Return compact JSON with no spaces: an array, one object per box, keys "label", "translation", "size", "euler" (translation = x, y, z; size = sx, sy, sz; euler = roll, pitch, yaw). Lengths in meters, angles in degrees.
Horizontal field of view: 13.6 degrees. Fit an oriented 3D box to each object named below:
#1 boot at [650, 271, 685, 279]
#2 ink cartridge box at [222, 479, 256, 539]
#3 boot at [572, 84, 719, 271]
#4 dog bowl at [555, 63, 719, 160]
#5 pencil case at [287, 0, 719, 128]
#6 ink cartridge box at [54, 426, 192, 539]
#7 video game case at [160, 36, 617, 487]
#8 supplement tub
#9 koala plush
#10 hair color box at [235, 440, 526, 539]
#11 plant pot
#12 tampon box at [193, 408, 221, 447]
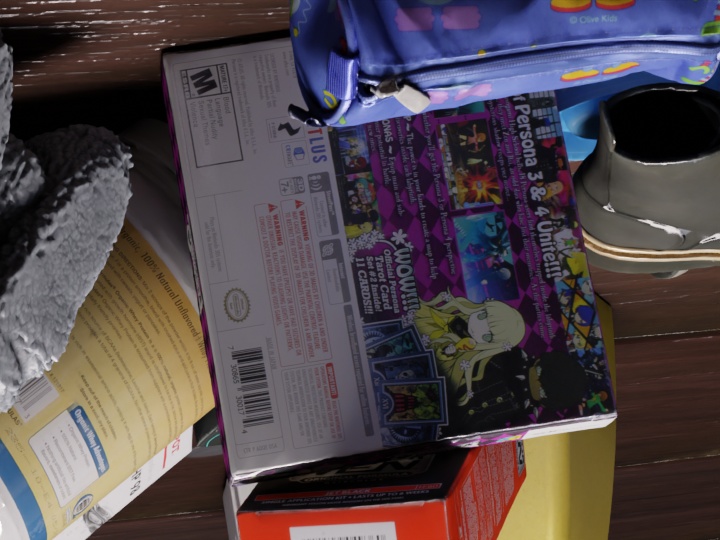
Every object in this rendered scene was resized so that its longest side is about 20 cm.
[{"label":"boot","translation":[0.234,-0.054,1.660],"size":[0.153,0.074,0.204],"euler":[-16,175,-11]},{"label":"ink cartridge box","translation":[-0.001,0.219,2.411],"size":[0.199,0.148,0.145],"euler":[-8,166,-9]},{"label":"boot","translation":[0.200,-0.050,1.415],"size":[0.199,0.078,0.138],"euler":[-11,162,-4]},{"label":"dog bowl","translation":[0.168,-0.097,1.483],"size":[0.199,0.050,0.111],"euler":[-4,165,-27]},{"label":"pencil case","translation":[0.065,-0.109,1.284],"size":[0.199,0.087,0.078],"euler":[-7,137,-17]},{"label":"ink cartridge box","translation":[-0.149,0.082,1.566],"size":[0.200,0.067,0.116],"euler":[-40,159,-24]},{"label":"video game case","translation":[0.011,-0.014,1.382],"size":[0.180,0.201,0.036],"euler":[-9,168,-8]},{"label":"supplement tub","translation":[-0.144,0.034,1.438],"size":[0.200,0.145,0.145],"euler":[-39,176,-20]},{"label":"koala plush","translation":[-0.236,-0.017,1.296],"size":[0.199,0.185,0.177],"euler":[11,160,29]},{"label":"hair color box","translation":[0.014,0.106,1.429],"size":[0.101,0.062,0.200],"euler":[-4,-167,12]},{"label":"plant pot","translation":[0.070,0.116,1.992],"size":[0.199,0.178,0.200],"euler":[-15,166,13]},{"label":"tampon box","translation":[0.000,0.000,1.579],"size":[0.149,0.127,0.200],"euler":[-5,164,-23]}]
